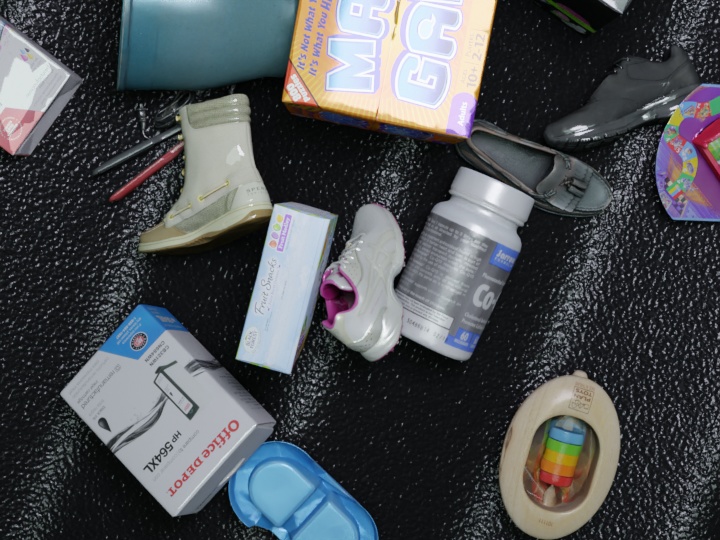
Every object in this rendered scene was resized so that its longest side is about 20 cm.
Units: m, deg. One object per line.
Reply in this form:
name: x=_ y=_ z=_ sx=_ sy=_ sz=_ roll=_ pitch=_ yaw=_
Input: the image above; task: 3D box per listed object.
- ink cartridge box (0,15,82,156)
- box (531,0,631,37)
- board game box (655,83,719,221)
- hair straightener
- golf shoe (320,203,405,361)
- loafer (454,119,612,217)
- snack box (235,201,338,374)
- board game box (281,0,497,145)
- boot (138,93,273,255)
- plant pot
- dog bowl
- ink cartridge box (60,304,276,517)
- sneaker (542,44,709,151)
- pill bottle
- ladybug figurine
ink cartridge box: x=-0.439 y=-0.238 z=1.308 sx=0.199 sy=0.068 sz=0.117 roll=37 pitch=93 yaw=-2
box: x=0.238 y=-0.354 z=1.230 sx=0.148 sy=0.200 sz=0.125 roll=33 pitch=93 yaw=-2
board game box: x=0.437 y=-0.128 z=1.293 sx=0.198 sy=0.039 sz=0.159 roll=1 pitch=108 yaw=-15
hair straightener: x=-0.232 y=-0.167 z=1.325 sx=0.199 sy=0.041 sz=0.077 roll=-36 pitch=94 yaw=2
golf shoe: x=0.000 y=0.000 z=1.274 sx=0.091 sy=0.201 sz=0.075 roll=23 pitch=138 yaw=-30
loafer: x=0.202 y=-0.115 z=1.316 sx=0.199 sy=0.063 sz=0.072 roll=24 pitch=94 yaw=-1
snack box: x=-0.078 y=0.012 z=1.258 sx=0.067 sy=0.200 sz=0.170 roll=15 pitch=94 yaw=-1
board game box: x=0.033 y=-0.256 z=1.237 sx=0.198 sy=0.200 sz=0.202 roll=11 pitch=94 yaw=-2
boot: x=-0.188 y=-0.105 z=1.294 sx=0.199 sy=0.072 sz=0.156 roll=-17 pitch=82 yaw=37
plant pot: x=-0.167 y=-0.290 z=1.251 sx=0.186 sy=0.200 sz=0.202 roll=4 pitch=94 yaw=-14
dog bowl: x=-0.067 y=0.285 z=1.354 sx=0.200 sy=0.050 sz=0.112 roll=43 pitch=93 yaw=-2
ink cartridge box: x=-0.219 y=0.160 z=1.305 sx=0.200 sy=0.084 sz=0.146 roll=43 pitch=92 yaw=13
sneaker: x=0.299 y=-0.198 z=1.313 sx=0.199 sy=0.076 sz=0.091 roll=-20 pitch=88 yaw=-8
pill bottle: x=0.115 y=-0.009 z=1.299 sx=0.113 sy=0.114 sz=0.201 roll=25 pitch=94 yaw=-2
ladybug figurine: x=0.232 y=0.213 z=1.335 sx=0.135 sy=0.072 sz=0.201 roll=18 pitch=95 yaw=-1
